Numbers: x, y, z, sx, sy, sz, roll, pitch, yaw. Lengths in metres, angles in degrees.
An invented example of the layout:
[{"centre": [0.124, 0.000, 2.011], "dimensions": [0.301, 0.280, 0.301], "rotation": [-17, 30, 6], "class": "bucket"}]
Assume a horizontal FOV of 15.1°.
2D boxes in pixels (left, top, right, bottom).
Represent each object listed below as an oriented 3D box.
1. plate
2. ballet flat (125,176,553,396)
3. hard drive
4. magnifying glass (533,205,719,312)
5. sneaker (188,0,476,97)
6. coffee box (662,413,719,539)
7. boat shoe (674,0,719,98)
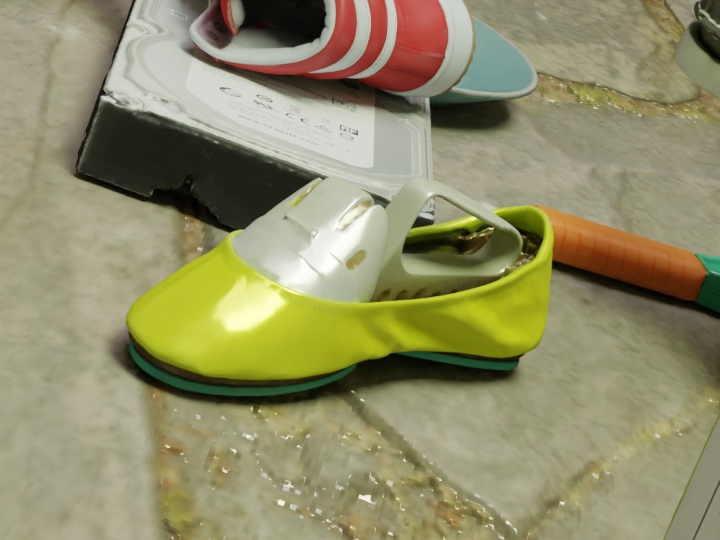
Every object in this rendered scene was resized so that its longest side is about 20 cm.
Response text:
[{"centre": [-0.009, -0.120, 1.334], "dimensions": [0.199, 0.026, 0.200], "rotation": [19, 19, -7], "class": "plate"}, {"centre": [0.000, 0.000, 0.942], "dimensions": [0.067, 0.067, 0.200], "rotation": [36, 23, 35], "class": "ballet flat"}, {"centre": [-0.039, -0.063, 1.124], "dimensions": [0.139, 0.038, 0.200], "rotation": [20, 18, -6], "class": "hard drive"}, {"centre": [0.163, 0.007, 1.176], "dimensions": [0.199, 0.022, 0.080], "rotation": [14, 21, -19], "class": "magnifying glass"}, {"centre": [-0.052, -0.140, 1.152], "dimensions": [0.200, 0.071, 0.112], "rotation": [35, 19, 30], "class": "sneaker"}, {"centre": [0.227, 0.079, 0.764], "dimensions": [0.199, 0.201, 0.198], "rotation": [2, 26, -46], "class": "coffee box"}, {"centre": [0.225, -0.072, 1.057], "dimensions": [0.201, 0.060, 0.072], "rotation": [20, 26, -1], "class": "boat shoe"}]
